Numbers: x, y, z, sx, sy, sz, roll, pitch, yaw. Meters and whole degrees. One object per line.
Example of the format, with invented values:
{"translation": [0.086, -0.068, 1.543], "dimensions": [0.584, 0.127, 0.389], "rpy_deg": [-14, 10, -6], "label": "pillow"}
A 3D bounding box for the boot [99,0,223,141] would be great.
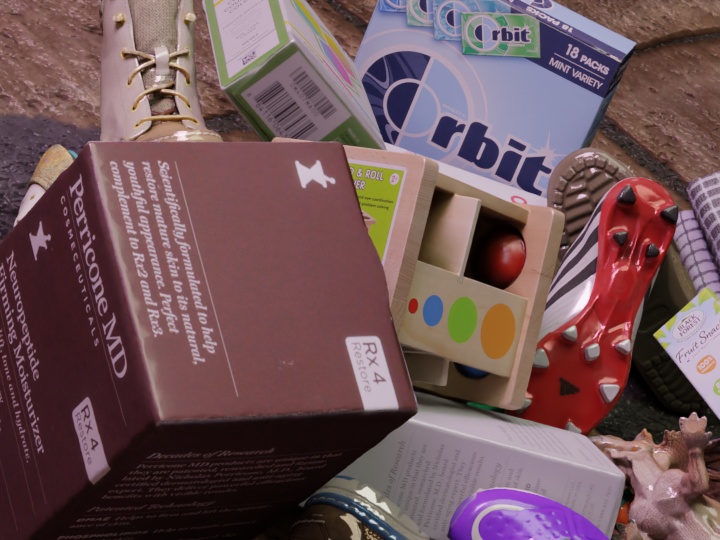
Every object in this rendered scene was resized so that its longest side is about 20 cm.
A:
{"translation": [-0.128, -0.119, 1.756], "dimensions": [0.072, 0.155, 0.200], "rpy_deg": [2, -4, -16], "label": "boot"}

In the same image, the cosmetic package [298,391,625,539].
{"translation": [0.047, 0.118, 1.637], "dimensions": [0.199, 0.074, 0.102], "rpy_deg": [14, 7, -11], "label": "cosmetic package"}

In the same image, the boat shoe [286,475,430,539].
{"translation": [0.040, 0.203, 1.542], "dimensions": [0.200, 0.072, 0.072], "rpy_deg": [35, 55, 5], "label": "boat shoe"}

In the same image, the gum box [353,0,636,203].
{"translation": [0.072, -0.104, 1.894], "dimensions": [0.170, 0.200, 0.045], "rpy_deg": [28, 30, 10], "label": "gum box"}

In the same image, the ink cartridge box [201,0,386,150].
{"translation": [-0.048, -0.136, 1.790], "dimensions": [0.104, 0.059, 0.200], "rpy_deg": [51, 11, -27], "label": "ink cartridge box"}

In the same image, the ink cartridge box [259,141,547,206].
{"translation": [0.014, -0.016, 1.825], "dimensions": [0.199, 0.086, 0.148], "rpy_deg": [20, 30, 1], "label": "ink cartridge box"}

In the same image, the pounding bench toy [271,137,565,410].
{"translation": [0.000, 0.000, 1.682], "dimensions": [0.200, 0.125, 0.156], "rpy_deg": [9, -6, 42], "label": "pounding bench toy"}

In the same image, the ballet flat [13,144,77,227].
{"translation": [-0.182, -0.011, 1.729], "dimensions": [0.070, 0.071, 0.200], "rpy_deg": [0, 38, -32], "label": "ballet flat"}

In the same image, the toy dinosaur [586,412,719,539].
{"translation": [0.210, 0.166, 1.671], "dimensions": [0.200, 0.086, 0.136], "rpy_deg": [64, 12, 16], "label": "toy dinosaur"}

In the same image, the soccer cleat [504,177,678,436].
{"translation": [0.145, 0.033, 1.768], "dimensions": [0.068, 0.201, 0.085], "rpy_deg": [25, -13, -4], "label": "soccer cleat"}

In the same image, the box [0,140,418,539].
{"translation": [-0.102, 0.046, 1.510], "dimensions": [0.164, 0.200, 0.166], "rpy_deg": [-1, 64, -33], "label": "box"}

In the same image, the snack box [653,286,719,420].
{"translation": [0.281, 0.109, 1.757], "dimensions": [0.200, 0.053, 0.142], "rpy_deg": [39, 11, -48], "label": "snack box"}

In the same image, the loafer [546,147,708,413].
{"translation": [0.184, 0.005, 1.870], "dimensions": [0.200, 0.076, 0.067], "rpy_deg": [63, 6, -15], "label": "loafer"}

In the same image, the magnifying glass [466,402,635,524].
{"translation": [0.149, 0.141, 1.748], "dimensions": [0.200, 0.022, 0.080], "rpy_deg": [31, 32, 17], "label": "magnifying glass"}

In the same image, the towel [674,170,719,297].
{"translation": [0.337, 0.010, 2.001], "dimensions": [0.199, 0.086, 0.166], "rpy_deg": [10, 34, -21], "label": "towel"}

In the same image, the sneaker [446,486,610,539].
{"translation": [0.141, 0.187, 1.549], "dimensions": [0.200, 0.070, 0.100], "rpy_deg": [36, -8, 0], "label": "sneaker"}
